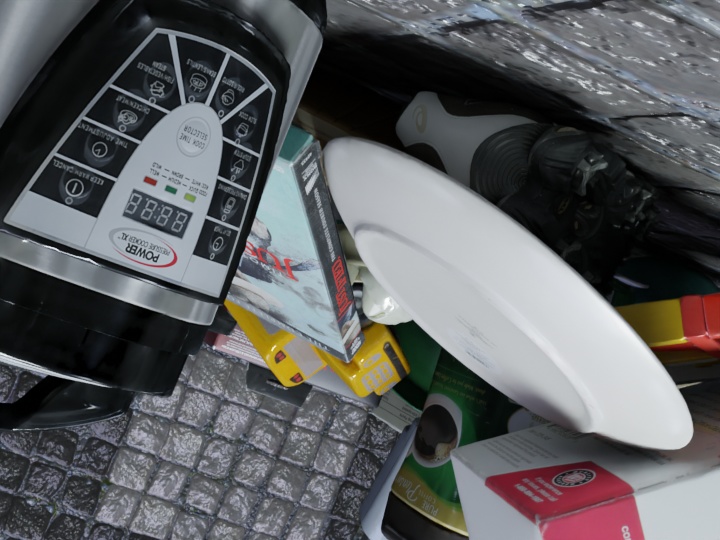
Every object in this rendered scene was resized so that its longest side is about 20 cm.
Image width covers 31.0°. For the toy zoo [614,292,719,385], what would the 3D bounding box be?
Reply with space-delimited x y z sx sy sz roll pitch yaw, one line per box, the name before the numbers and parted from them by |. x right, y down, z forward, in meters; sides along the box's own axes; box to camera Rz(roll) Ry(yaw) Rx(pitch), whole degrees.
toy zoo | 0.175 0.032 0.616 0.199 0.021 0.131 -10 164 24

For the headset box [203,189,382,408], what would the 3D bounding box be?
headset box | -0.032 0.005 1.008 0.148 0.201 0.075 23 179 -24

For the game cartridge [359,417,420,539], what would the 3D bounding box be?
game cartridge | 0.108 0.169 0.959 0.199 0.133 0.042 10 -144 -19

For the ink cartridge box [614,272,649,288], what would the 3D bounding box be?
ink cartridge box | 0.052 -0.052 0.802 0.199 0.043 0.196 18 -179 -36

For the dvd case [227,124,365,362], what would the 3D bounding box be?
dvd case | -0.072 -0.033 0.641 0.146 0.022 0.200 27 159 18

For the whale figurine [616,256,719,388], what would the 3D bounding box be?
whale figurine | 0.186 0.039 0.837 0.158 0.104 0.200 -12 173 5

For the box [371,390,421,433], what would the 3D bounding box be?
box | 0.095 0.060 1.163 0.078 0.201 0.095 23 -179 -28

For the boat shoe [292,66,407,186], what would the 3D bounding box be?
boat shoe | -0.046 -0.069 0.657 0.199 0.069 0.074 26 -156 15

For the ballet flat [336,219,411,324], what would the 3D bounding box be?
ballet flat | 0.000 0.000 0.726 0.199 0.070 0.069 4 169 33

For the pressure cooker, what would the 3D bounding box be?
pressure cooker | -0.119 -0.041 0.465 0.175 0.201 0.179 22 178 4

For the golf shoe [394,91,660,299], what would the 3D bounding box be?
golf shoe | 0.078 -0.035 0.599 0.094 0.078 0.200 33 177 24

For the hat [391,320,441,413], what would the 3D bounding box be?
hat | 0.093 -0.002 0.882 0.165 0.200 0.176 31 136 13

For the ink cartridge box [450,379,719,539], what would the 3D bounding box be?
ink cartridge box | 0.161 0.112 0.626 0.199 0.086 0.148 -13 -175 -9

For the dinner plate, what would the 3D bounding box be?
dinner plate | 0.054 0.019 0.562 0.200 0.024 0.200 40 170 9

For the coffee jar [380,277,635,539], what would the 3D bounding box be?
coffee jar | 0.082 0.088 0.757 0.085 0.201 0.104 19 180 -24

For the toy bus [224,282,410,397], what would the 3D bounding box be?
toy bus | -0.053 0.001 0.824 0.200 0.078 0.065 52 174 29
